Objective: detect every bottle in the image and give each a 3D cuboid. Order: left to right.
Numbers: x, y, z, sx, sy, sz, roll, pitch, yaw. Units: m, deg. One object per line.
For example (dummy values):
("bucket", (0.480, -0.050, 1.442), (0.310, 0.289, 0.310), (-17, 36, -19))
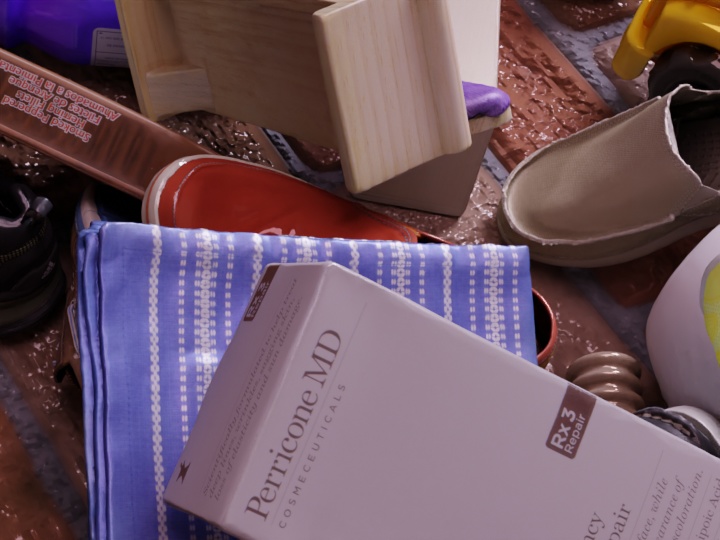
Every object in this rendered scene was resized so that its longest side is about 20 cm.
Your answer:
("bottle", (-0.139, -0.149, 0.873), (0.199, 0.065, 0.084), (2, 45, -11))

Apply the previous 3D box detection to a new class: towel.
("towel", (-0.013, 0.052, 0.639), (0.199, 0.024, 0.145), (3, 71, -23))

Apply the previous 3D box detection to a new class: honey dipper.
("honey dipper", (0.117, 0.129, 0.731), (0.038, 0.038, 0.200), (7, 54, -8))

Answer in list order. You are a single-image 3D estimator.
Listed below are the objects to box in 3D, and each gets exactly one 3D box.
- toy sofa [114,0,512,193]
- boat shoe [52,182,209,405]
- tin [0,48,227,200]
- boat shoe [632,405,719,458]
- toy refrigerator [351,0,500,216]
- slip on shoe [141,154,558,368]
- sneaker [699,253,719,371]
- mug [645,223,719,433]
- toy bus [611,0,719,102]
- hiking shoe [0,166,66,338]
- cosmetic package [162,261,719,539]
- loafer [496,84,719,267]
("toy sofa", (-0.026, -0.107, 0.754), (0.097, 0.083, 0.200), (-25, 27, -28))
("boat shoe", (-0.106, 0.027, 0.725), (0.072, 0.072, 0.200), (27, 17, -26))
("tin", (-0.140, -0.069, 0.768), (0.200, 0.112, 0.042), (25, 86, -2))
("boat shoe", (0.156, 0.150, 0.674), (0.060, 0.074, 0.200), (-4, 65, -46))
("toy refrigerator", (0.036, -0.133, 0.895), (0.070, 0.076, 0.200), (10, 51, -5))
("slip on shoe", (0.000, 0.000, 0.714), (0.200, 0.061, 0.074), (25, 64, -12))
("sneaker", (0.184, 0.081, 0.631), (0.076, 0.075, 0.200), (-9, 71, -46))
("mug", (0.236, 0.035, 0.730), (0.175, 0.200, 0.147), (44, 30, 26))
("toy bus", (0.254, -0.143, 0.831), (0.200, 0.192, 0.136), (28, 53, 12))
("hiking shoe", (-0.223, -0.053, 0.752), (0.200, 0.101, 0.076), (26, 50, 8))
("cosmetic package", (0.041, 0.082, 0.597), (0.200, 0.074, 0.102), (26, 80, -21))
("loafer", (0.155, -0.056, 0.810), (0.200, 0.068, 0.076), (-14, 58, 24))
